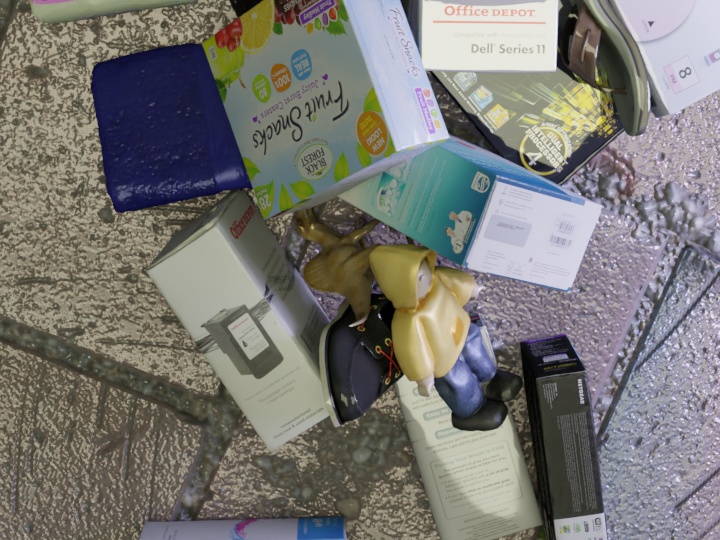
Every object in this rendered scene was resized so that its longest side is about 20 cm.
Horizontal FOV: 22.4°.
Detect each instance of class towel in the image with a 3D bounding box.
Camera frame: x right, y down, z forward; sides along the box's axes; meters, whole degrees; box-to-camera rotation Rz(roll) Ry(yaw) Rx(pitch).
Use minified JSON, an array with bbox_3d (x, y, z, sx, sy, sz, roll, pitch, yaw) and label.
[{"bbox_3d":[-0.139,-0.136,1.653,0.198,0.050,0.149,-10,77,1],"label":"towel"}]

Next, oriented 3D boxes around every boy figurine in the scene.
[{"bbox_3d":[0.073,0.045,1.594,0.064,0.125,0.201,2,134,40],"label":"boy figurine"}]

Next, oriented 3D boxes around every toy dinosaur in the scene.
[{"bbox_3d":[0.000,0.000,1.640,0.100,0.200,0.059,-18,129,-10],"label":"toy dinosaur"}]

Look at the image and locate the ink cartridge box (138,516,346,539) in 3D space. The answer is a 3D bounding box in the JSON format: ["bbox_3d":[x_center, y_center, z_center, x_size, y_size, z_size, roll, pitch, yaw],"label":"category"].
[{"bbox_3d":[-0.111,0.314,1.726,0.198,0.085,0.146,-1,100,-2],"label":"ink cartridge box"}]

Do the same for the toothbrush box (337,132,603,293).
[{"bbox_3d":[0.085,-0.064,1.582,0.146,0.200,0.086,12,102,-43],"label":"toothbrush box"}]

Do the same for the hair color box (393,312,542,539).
[{"bbox_3d":[0.096,0.153,1.713,0.098,0.061,0.201,-17,101,2],"label":"hair color box"}]

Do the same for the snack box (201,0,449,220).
[{"bbox_3d":[-0.033,-0.152,1.523,0.067,0.200,0.170,-17,87,-38],"label":"snack box"}]

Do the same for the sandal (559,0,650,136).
[{"bbox_3d":[0.197,-0.207,1.596,0.057,0.080,0.202,-26,89,-6],"label":"sandal"}]

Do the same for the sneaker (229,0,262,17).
[{"bbox_3d":[-0.040,-0.230,1.624,0.200,0.087,0.076,49,137,16],"label":"sneaker"}]

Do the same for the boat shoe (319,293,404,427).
[{"bbox_3d":[0.006,0.072,1.597,0.063,0.202,0.074,-9,110,15],"label":"boat shoe"}]

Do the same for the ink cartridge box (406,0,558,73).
[{"bbox_3d":[0.101,-0.201,1.528,0.116,0.200,0.068,0,98,-2],"label":"ink cartridge box"}]

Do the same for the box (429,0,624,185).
[{"bbox_3d":[0.159,-0.189,1.658,0.161,0.049,0.200,-40,98,2],"label":"box"}]

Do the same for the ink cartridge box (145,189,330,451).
[{"bbox_3d":[-0.096,0.040,1.644,0.083,0.145,0.201,-32,99,12],"label":"ink cartridge box"}]

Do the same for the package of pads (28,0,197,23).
[{"bbox_3d":[-0.233,-0.326,1.608,0.153,0.068,0.202,-7,99,8],"label":"package of pads"}]

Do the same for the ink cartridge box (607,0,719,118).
[{"bbox_3d":[0.316,-0.253,1.625,0.199,0.057,0.163,-28,96,-4],"label":"ink cartridge box"}]

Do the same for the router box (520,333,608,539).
[{"bbox_3d":[0.188,0.173,1.673,0.051,0.149,0.202,-8,101,1],"label":"router box"}]
